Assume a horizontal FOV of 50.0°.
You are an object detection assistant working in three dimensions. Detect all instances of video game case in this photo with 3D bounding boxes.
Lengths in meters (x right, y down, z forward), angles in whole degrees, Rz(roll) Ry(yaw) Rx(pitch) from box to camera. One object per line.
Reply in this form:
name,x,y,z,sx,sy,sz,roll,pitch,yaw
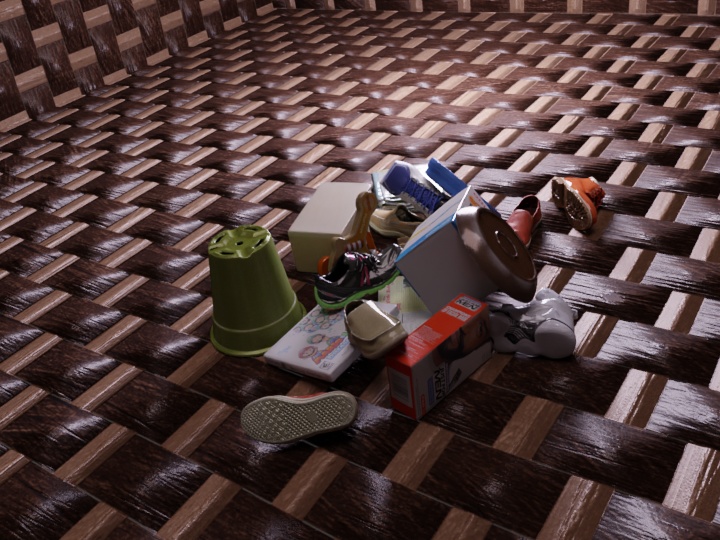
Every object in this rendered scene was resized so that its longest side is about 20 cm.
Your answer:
video game case,-0.053,0.116,1.401,0.179,0.024,0.200,8,39,43

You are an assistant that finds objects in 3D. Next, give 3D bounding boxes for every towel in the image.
towel,0.114,-0.201,1.891,0.166,0.049,0.202,-6,31,-1

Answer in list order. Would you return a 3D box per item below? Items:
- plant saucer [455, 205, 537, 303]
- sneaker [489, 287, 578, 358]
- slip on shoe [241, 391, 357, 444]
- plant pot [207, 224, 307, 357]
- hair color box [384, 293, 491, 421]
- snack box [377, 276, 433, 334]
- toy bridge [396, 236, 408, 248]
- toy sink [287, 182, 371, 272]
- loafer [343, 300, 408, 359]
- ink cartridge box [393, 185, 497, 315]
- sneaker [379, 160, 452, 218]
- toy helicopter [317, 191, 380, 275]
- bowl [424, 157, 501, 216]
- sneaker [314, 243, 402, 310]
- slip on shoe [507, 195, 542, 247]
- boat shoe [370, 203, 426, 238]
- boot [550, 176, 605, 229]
plant saucer,0.242,-0.037,1.326,0.032,0.199,0.202,-40,17,29
sneaker,0.284,0.086,1.352,0.195,0.077,0.115,10,34,21
slip on shoe,-0.095,0.230,1.226,0.194,0.076,0.061,-11,-6,11
plant pot,-0.213,0.026,1.471,0.194,0.194,0.202,-8,31,4
hair color box,0.132,0.139,1.268,0.063,0.113,0.198,21,43,40
snack box,0.089,0.076,1.453,0.113,0.038,0.202,-7,31,7
toy bridge,0.097,-0.022,1.570,0.026,0.069,0.200,-8,10,-1
toy sink,-0.056,-0.092,1.695,0.127,0.114,0.202,4,38,21
loafer,0.013,0.090,1.255,0.075,0.069,0.199,-32,13,-17
ink cartridge box,0.177,-0.032,1.420,0.144,0.148,0.200,-36,9,28
sneaker,0.146,-0.159,1.671,0.082,0.197,0.115,-55,23,2
toy helicopter,0.001,-0.057,1.561,0.130,0.206,0.078,14,3,-32
bowl,0.221,-0.169,1.692,0.040,0.199,0.201,-50,34,8
sneaker,0.000,0.000,1.458,0.197,0.085,0.076,-29,28,-18
slip on shoe,0.337,-0.096,1.643,0.072,0.063,0.200,11,38,28
boat shoe,0.090,-0.115,1.725,0.071,0.078,0.198,-32,37,-33
boot,0.494,-0.155,1.687,0.104,0.077,0.202,-5,30,-2
